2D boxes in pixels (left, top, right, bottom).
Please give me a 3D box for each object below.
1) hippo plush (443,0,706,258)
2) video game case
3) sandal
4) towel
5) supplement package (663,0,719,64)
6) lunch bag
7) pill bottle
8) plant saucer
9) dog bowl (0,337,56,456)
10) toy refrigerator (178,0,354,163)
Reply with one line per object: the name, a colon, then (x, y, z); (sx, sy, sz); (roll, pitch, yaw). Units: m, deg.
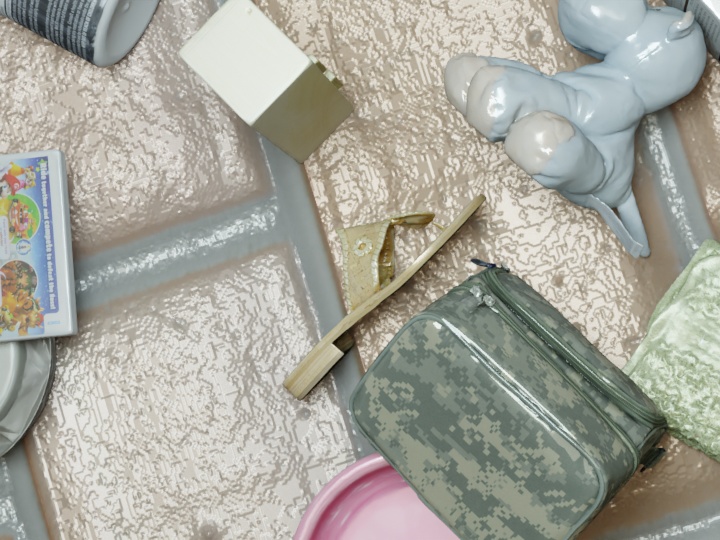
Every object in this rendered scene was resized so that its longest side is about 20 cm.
hippo plush: (0.176, -0.133, 1.305); (0.200, 0.159, 0.161); (41, 99, 10)
video game case: (-0.321, -0.012, 1.388); (0.200, 0.018, 0.144); (-6, 84, 8)
sandal: (-0.001, 0.000, 1.369); (0.070, 0.078, 0.212); (43, 97, 3)
towel: (0.304, 0.083, 1.340); (0.200, 0.036, 0.149); (31, 92, 9)
supplement package: (0.312, -0.199, 1.317); (0.121, 0.120, 0.200); (-41, 82, 3)
lunch bag: (0.114, 0.096, 1.301); (0.200, 0.168, 0.139); (43, 123, 12)
pill bottle: (-0.261, -0.249, 1.410); (0.200, 0.106, 0.106); (29, 90, 9)
plant saucer: (0.046, 0.233, 1.359); (0.200, 0.051, 0.201); (-1, 85, 8)
dog bowl: (-0.332, 0.068, 1.421); (0.200, 0.059, 0.201); (-1, 86, 8)
toy refrigerator: (-0.063, -0.141, 1.326); (0.070, 0.200, 0.076); (-45, 81, 2)
